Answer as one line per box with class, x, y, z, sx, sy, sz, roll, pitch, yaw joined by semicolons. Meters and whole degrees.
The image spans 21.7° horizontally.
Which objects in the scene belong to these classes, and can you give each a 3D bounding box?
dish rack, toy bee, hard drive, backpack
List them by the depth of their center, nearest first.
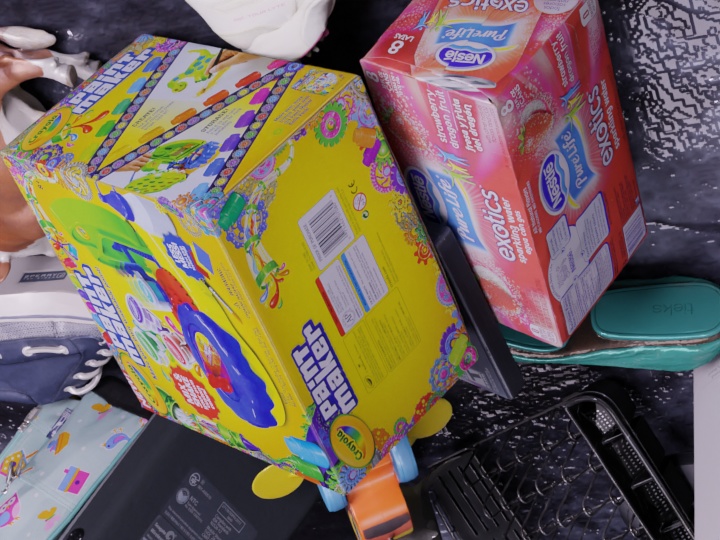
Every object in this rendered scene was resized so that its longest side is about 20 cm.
toy bee;-0.004;0.137;1.203;0.130;0.202;0.109;-1;160;0
hard drive;-0.097;0.148;1.220;0.033;0.200;0.140;14;151;48
backpack;-0.182;0.191;1.275;0.152;0.201;0.176;11;145;37
dish rack;0.140;0.170;1.324;0.199;0.055;0.154;-29;97;36

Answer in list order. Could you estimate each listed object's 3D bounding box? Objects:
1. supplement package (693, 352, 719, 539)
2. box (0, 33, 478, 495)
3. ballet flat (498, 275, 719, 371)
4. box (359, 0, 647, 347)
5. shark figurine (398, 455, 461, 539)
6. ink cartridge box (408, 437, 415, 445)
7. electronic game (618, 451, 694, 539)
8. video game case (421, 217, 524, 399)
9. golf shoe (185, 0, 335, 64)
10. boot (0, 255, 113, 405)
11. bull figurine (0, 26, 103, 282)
supplement package;0.289;0.121;1.173;0.121;0.201;0.120;29;135;-21
box;-0.067;-0.008;1.055;0.192;0.122;0.201;17;141;46
ballet flat;0.141;0.037;1.210;0.198;0.068;0.071;3;153;9
box;0.085;-0.066;1.050;0.095;0.100;0.201;22;149;34
shark figurine;0.048;0.170;1.289;0.089;0.214;0.128;-44;100;-4
ink cartridge box;-0.067;0.106;1.336;0.196;0.047;0.201;17;136;-10
electronic game;0.285;0.184;1.351;0.198;0.042;0.200;13;150;7
video game case;0.000;0.000;1.145;0.199;0.019;0.143;20;151;40
golf shoe;-0.027;-0.182;0.984;0.091;0.076;0.200;31;133;-20
boot;-0.180;0.040;1.248;0.198;0.073;0.091;0;121;23
bull figurine;-0.203;-0.069;1.146;0.120;0.065;0.201;-6;138;13
